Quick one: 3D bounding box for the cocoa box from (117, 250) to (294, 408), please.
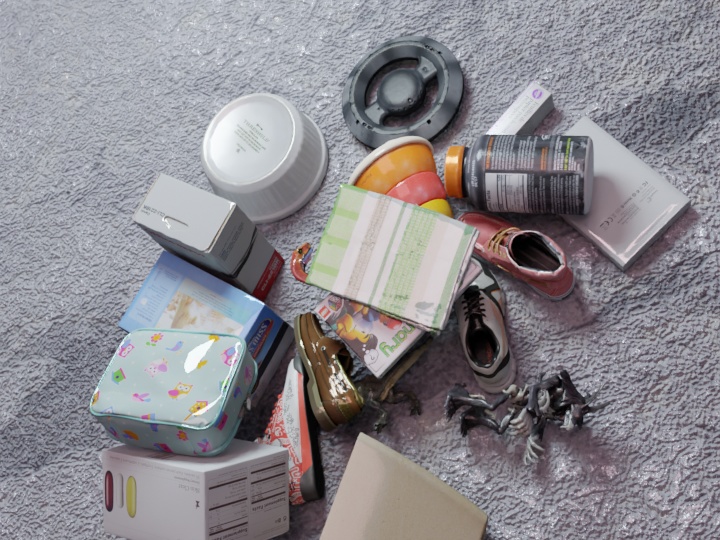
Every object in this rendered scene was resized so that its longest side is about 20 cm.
[{"bbox_3d":[-0.220,0.085,1.428,0.198,0.131,0.134,25,78,25],"label":"cocoa box"}]

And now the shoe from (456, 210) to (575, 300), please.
[{"bbox_3d":[0.206,-0.037,1.360,0.199,0.091,0.072,35,82,27],"label":"shoe"}]

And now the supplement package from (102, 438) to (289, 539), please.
[{"bbox_3d":[-0.215,0.286,1.285,0.198,0.155,0.113,1,93,38],"label":"supplement package"}]

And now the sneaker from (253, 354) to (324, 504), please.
[{"bbox_3d":[-0.114,0.222,1.369,0.106,0.067,0.204,-11,71,12],"label":"sneaker"}]

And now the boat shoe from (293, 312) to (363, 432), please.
[{"bbox_3d":[-0.040,0.131,1.370,0.067,0.072,0.201,-28,47,9],"label":"boat shoe"}]

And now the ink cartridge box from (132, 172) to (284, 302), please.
[{"bbox_3d":[-0.218,-0.044,1.442,0.143,0.200,0.085,22,76,24],"label":"ink cartridge box"}]

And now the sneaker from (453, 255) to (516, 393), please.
[{"bbox_3d":[0.164,0.061,1.343,0.073,0.080,0.202,-21,62,11],"label":"sneaker"}]

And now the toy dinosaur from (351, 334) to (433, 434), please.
[{"bbox_3d":[0.033,0.171,1.360,0.199,0.048,0.089,-33,56,-1],"label":"toy dinosaur"}]

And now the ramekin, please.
[{"bbox_3d":[-0.158,-0.183,1.540,0.199,0.094,0.205,-7,67,16],"label":"ramekin"}]

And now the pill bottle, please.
[{"bbox_3d":[0.216,-0.133,1.358,0.197,0.106,0.108,4,69,18],"label":"pill bottle"}]

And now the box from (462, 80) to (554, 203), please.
[{"bbox_3d":[0.206,-0.188,1.453,0.039,0.041,0.200,39,85,27],"label":"box"}]

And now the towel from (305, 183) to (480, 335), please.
[{"bbox_3d":[0.042,-0.017,1.296,0.197,0.031,0.151,20,82,14],"label":"towel"}]

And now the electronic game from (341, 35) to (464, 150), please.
[{"bbox_3d":[0.064,-0.275,1.534,0.197,0.042,0.203,-7,67,17],"label":"electronic game"}]

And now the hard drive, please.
[{"bbox_3d":[0.341,-0.111,1.384,0.132,0.026,0.200,-43,62,-2],"label":"hard drive"}]

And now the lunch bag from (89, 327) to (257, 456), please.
[{"bbox_3d":[-0.233,0.150,1.274,0.197,0.078,0.162,4,49,20],"label":"lunch bag"}]

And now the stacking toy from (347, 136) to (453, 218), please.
[{"bbox_3d":[0.082,-0.074,1.393,0.145,0.146,0.201,-32,67,3],"label":"stacking toy"}]

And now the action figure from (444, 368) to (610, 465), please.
[{"bbox_3d":[0.213,0.187,1.256,0.197,0.119,0.103,-6,48,26],"label":"action figure"}]

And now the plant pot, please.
[{"bbox_3d":[0.054,0.339,1.208,0.175,0.200,0.202,19,75,13],"label":"plant pot"}]

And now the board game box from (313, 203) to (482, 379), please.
[{"bbox_3d":[0.050,0.028,1.316,0.126,0.035,0.200,44,90,12],"label":"board game box"}]

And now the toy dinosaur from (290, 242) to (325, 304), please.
[{"bbox_3d":[0.000,0.000,1.374,0.199,0.179,0.107,-5,84,62],"label":"toy dinosaur"}]
